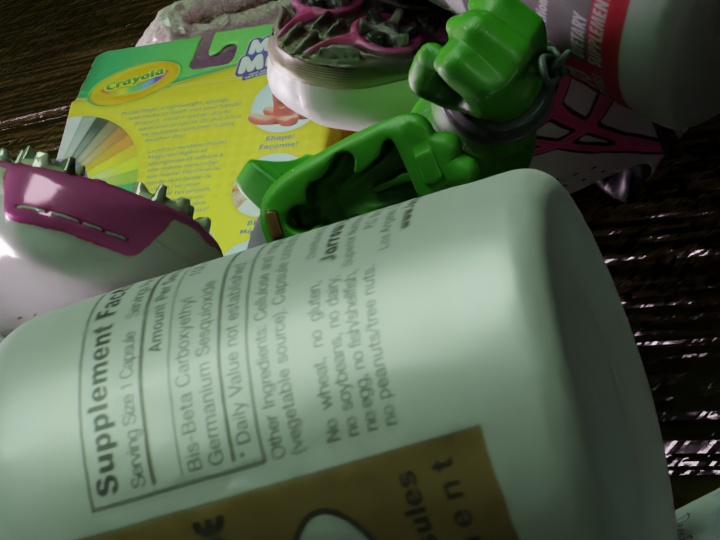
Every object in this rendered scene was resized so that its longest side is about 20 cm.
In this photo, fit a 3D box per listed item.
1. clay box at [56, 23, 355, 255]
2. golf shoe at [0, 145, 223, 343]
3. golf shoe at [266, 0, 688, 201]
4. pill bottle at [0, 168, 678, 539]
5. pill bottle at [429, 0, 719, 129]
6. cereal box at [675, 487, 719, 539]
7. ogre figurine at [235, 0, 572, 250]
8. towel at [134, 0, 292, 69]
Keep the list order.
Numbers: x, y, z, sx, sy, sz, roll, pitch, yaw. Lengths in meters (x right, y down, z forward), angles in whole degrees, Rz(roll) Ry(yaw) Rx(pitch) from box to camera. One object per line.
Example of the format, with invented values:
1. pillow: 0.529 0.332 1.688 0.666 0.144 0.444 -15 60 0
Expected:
1. clay box: -0.061 0.000 0.987 0.115 0.048 0.201 -6 50 22
2. golf shoe: -0.086 0.028 0.756 0.200 0.075 0.092 123 164 -73
3. golf shoe: 0.047 -0.055 0.929 0.200 0.092 0.073 -4 29 -43
4. pill bottle: -0.033 0.057 0.654 0.199 0.115 0.114 -17 22 14
5. pill bottle: 0.042 -0.135 0.850 0.200 0.111 0.111 31 57 23
6. cereal box: 0.042 0.123 0.656 0.200 0.040 0.144 -29 15 16
7. ogre figurine: 0.000 0.000 0.814 0.098 0.201 0.120 18 17 12
8. towel: -0.047 -0.083 1.180 0.200 0.035 0.133 -22 -23 -49
